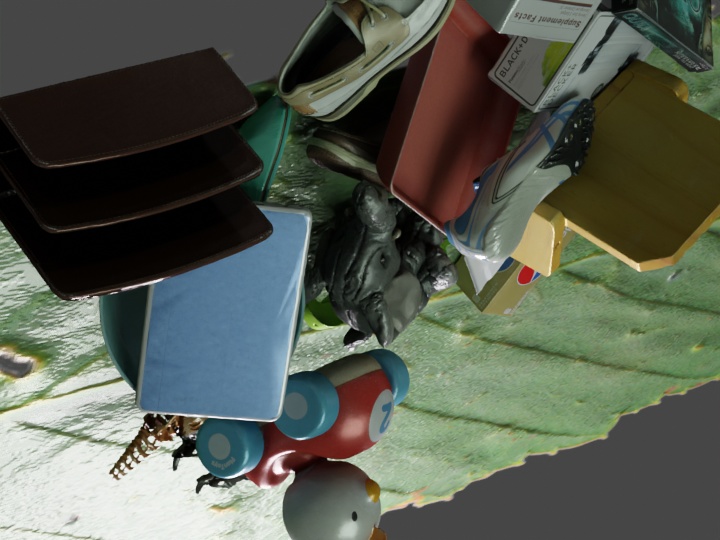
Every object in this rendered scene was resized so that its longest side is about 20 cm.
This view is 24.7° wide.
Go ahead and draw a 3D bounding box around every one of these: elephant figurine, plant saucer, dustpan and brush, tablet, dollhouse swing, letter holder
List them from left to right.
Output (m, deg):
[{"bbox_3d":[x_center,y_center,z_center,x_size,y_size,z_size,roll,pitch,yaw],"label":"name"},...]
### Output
[{"bbox_3d":[-0.170,-0.074,1.277,0.199,0.142,0.101,-19,144,-33],"label":"letter holder"},{"bbox_3d":[-0.144,0.028,1.461,0.199,0.036,0.201,-1,92,-31],"label":"plant saucer"},{"bbox_3d":[-0.117,0.034,1.393,0.129,0.014,0.201,5,113,-11],"label":"tablet"},{"bbox_3d":[0.000,0.000,1.536,0.141,0.156,0.200,-15,-178,20],"label":"elephant figurine"},{"bbox_3d":[0.082,-0.138,1.515,0.200,0.037,0.201,33,72,-60],"label":"plant saucer"},{"bbox_3d":[0.155,-0.085,1.689,0.200,0.057,0.140,-50,161,-8],"label":"dustpan and brush"},{"bbox_3d":[0.268,-0.069,1.605,0.200,0.176,0.182,-46,160,-15],"label":"dollhouse swing"}]

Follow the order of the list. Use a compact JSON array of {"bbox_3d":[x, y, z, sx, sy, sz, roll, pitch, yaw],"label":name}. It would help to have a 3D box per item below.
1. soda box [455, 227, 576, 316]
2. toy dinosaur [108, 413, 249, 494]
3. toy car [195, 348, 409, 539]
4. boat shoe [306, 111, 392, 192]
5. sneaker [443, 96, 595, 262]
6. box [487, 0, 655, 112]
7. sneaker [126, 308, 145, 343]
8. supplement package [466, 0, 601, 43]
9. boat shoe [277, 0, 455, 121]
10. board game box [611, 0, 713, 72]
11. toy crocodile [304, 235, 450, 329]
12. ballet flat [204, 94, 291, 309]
[{"bbox_3d":[0.188,-0.046,1.802,0.064,0.068,0.200,7,126,-51],"label":"soda box"},{"bbox_3d":[-0.164,0.146,1.661,0.199,0.102,0.136,-18,132,-3],"label":"toy dinosaur"},{"bbox_3d":[-0.023,0.197,1.565,0.176,0.201,0.184,-29,173,26],"label":"toy car"},{"bbox_3d":[0.021,-0.116,1.532,0.202,0.074,0.075,16,91,-59],"label":"boat shoe"},{"bbox_3d":[0.150,-0.092,1.523,0.200,0.072,0.072,-50,145,-22],"label":"sneaker"},{"bbox_3d":[0.214,-0.216,1.573,0.200,0.060,0.117,-12,140,-59],"label":"box"},{"bbox_3d":[-0.143,0.022,1.521,0.199,0.076,0.091,-6,115,-39],"label":"sneaker"},{"bbox_3d":[0.164,-0.308,1.376,0.117,0.117,0.200,-3,134,-47],"label":"supplement package"},{"bbox_3d":[0.009,-0.206,1.375,0.200,0.075,0.068,-50,155,18],"label":"boat shoe"},{"bbox_3d":[0.288,-0.279,1.560,0.028,0.136,0.200,-6,168,31],"label":"board game box"},{"bbox_3d":[0.026,-0.002,1.690,0.200,0.062,0.067,-37,-170,-11],"label":"toy crocodile"},{"bbox_3d":[-0.113,-0.057,1.408,0.070,0.067,0.201,12,94,-18],"label":"ballet flat"}]
